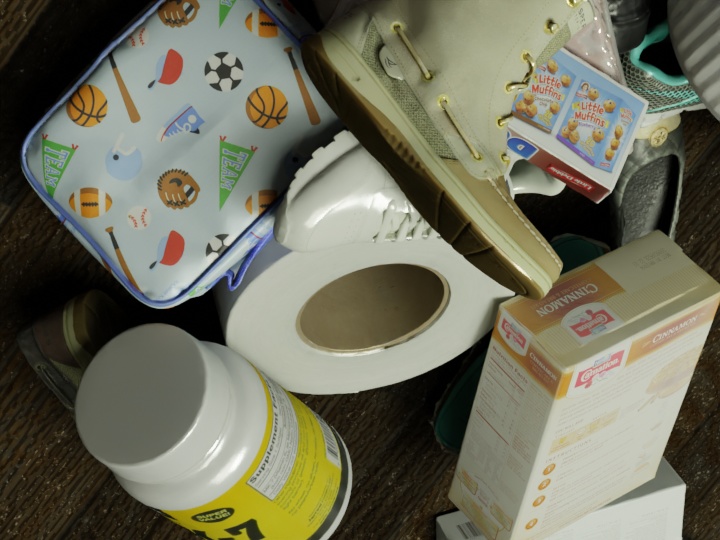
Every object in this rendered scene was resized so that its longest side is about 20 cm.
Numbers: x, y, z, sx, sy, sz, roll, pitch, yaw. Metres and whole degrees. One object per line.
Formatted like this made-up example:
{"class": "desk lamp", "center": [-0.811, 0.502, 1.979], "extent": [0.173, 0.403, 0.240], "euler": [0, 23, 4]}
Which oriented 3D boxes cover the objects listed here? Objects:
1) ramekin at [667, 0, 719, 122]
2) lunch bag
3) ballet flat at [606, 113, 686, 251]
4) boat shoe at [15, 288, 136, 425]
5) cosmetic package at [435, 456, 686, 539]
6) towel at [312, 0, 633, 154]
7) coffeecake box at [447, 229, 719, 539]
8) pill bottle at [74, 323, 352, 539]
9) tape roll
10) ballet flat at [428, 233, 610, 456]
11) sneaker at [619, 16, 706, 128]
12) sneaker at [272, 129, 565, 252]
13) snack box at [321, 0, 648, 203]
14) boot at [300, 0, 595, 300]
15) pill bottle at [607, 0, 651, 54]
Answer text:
{"class": "ramekin", "center": [0.291, -0.162, 1.336], "extent": [0.200, 0.201, 0.105], "euler": [8, 151, -29]}
{"class": "lunch bag", "center": [-0.100, -0.078, 1.280], "extent": [0.200, 0.076, 0.160], "euler": [-44, 90, 10]}
{"class": "ballet flat", "center": [0.210, -0.039, 1.509], "extent": [0.066, 0.057, 0.200], "euler": [-13, 126, -18]}
{"class": "boat shoe", "center": [-0.167, 0.081, 1.411], "extent": [0.066, 0.072, 0.201], "euler": [-9, 145, 16]}
{"class": "cosmetic package", "center": [0.160, 0.241, 1.680], "extent": [0.200, 0.052, 0.151], "euler": [-14, 125, -17]}
{"class": "towel", "center": [0.066, -0.153, 1.317], "extent": [0.191, 0.032, 0.200], "euler": [-1, 132, 23]}
{"class": "coffeecake box", "center": [0.156, 0.088, 1.471], "extent": [0.153, 0.073, 0.200], "euler": [-23, 143, -32]}
{"class": "pill bottle", "center": [-0.094, 0.113, 1.352], "extent": [0.114, 0.114, 0.200], "euler": [-40, 146, 4]}
{"class": "tape roll", "center": [0.000, 0.000, 1.385], "extent": [0.202, 0.071, 0.203], "euler": [-12, 147, -8]}
{"class": "ballet flat", "center": [0.122, 0.052, 1.536], "extent": [0.072, 0.072, 0.200], "euler": [23, 112, -35]}
{"class": "sneaker", "center": [0.249, -0.149, 1.419], "extent": [0.200, 0.078, 0.091], "euler": [-19, 171, -15]}
{"class": "sneaker", "center": [0.037, -0.051, 1.260], "extent": [0.200, 0.081, 0.076], "euler": [-26, 160, -31]}
{"class": "snack box", "center": [0.078, -0.122, 1.264], "extent": [0.200, 0.072, 0.024], "euler": [31, 152, -9]}
{"class": "boot", "center": [0.083, -0.098, 1.204], "extent": [0.155, 0.072, 0.200], "euler": [-40, 87, -14]}
{"class": "pill bottle", "center": [0.152, -0.242, 1.308], "extent": [0.112, 0.112, 0.200], "euler": [-8, 124, -20]}
